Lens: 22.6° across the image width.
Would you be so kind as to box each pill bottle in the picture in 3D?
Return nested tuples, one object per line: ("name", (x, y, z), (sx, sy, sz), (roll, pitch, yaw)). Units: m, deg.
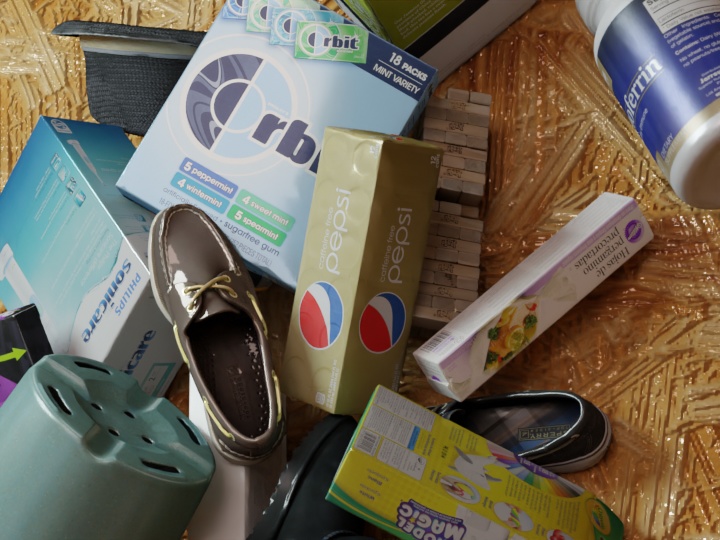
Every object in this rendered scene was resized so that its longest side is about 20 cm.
("pill bottle", (0.244, -0.153, 1.344), (0.115, 0.116, 0.200), (-29, 56, 6))

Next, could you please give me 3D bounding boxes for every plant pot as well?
("plant pot", (-0.212, 0.179, 1.268), (0.200, 0.200, 0.196), (44, 107, 33))

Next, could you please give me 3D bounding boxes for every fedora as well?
("fedora", (-0.162, -0.157, 1.507), (0.200, 0.200, 0.092), (8, 97, 25))

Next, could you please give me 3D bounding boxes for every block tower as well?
("block tower", (0.064, -0.040, 1.384), (0.054, 0.058, 0.201), (9, 62, -6))

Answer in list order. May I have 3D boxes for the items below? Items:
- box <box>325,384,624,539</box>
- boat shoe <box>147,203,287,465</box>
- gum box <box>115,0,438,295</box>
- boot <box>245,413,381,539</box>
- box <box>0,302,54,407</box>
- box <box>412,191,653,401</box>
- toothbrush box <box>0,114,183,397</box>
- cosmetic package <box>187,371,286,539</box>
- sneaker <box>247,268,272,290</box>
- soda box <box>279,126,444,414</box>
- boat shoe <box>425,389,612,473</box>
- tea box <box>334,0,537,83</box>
("box", (0.083, 0.158, 1.213), (0.199, 0.117, 0.048), (26, 111, 2))
("boat shoe", (-0.102, 0.039, 1.291), (0.072, 0.060, 0.201), (-15, 77, -13))
("gum box", (-0.062, -0.104, 1.371), (0.170, 0.045, 0.200), (30, 83, 6))
("boot", (0.010, 0.194, 1.225), (0.162, 0.074, 0.198), (12, 48, 25))
("box", (-0.312, 0.121, 1.405), (0.199, 0.036, 0.143), (-18, 97, 28))
("box", (0.127, 0.018, 1.314), (0.200, 0.039, 0.041), (-39, 25, -17))
("toothbrush box", (-0.210, -0.004, 1.432), (0.200, 0.085, 0.147), (51, 121, 35))
("cosmetic package", (-0.091, 0.171, 1.329), (0.050, 0.083, 0.201), (-11, 60, 16))
("sneaker", (-0.123, -0.052, 1.468), (0.200, 0.078, 0.077), (36, 118, 45))
("soda box", (0.000, 0.000, 1.307), (0.068, 0.064, 0.201), (18, 101, 47))
("boat shoe", (0.078, 0.121, 1.295), (0.199, 0.066, 0.070), (-6, 62, 20))
("tea box", (0.017, -0.287, 1.457), (0.134, 0.197, 0.200), (-39, 56, -1))
